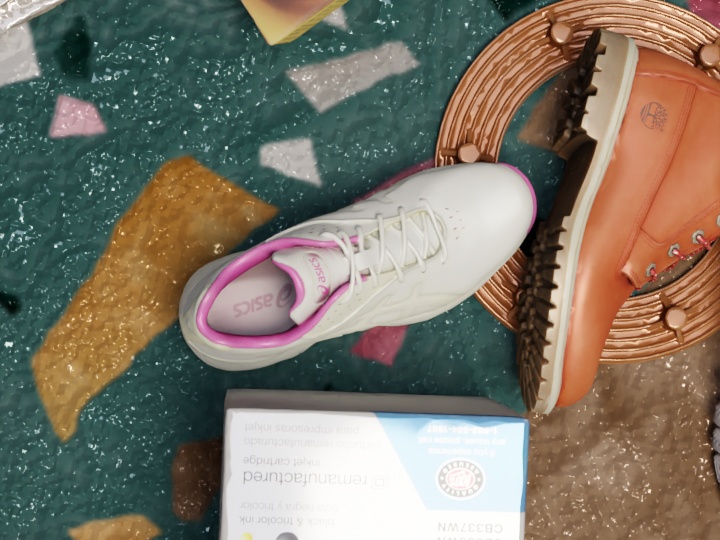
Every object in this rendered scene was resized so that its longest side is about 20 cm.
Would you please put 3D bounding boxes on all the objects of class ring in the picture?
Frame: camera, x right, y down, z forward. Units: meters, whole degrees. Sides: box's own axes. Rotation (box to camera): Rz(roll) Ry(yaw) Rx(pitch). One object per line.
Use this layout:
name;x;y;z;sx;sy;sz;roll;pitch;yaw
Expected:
ring;0.139;-0.050;1.014;0.199;0.019;0.202;0;88;-4

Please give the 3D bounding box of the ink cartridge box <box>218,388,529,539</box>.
ink cartridge box;0.001;0.165;0.935;0.146;0.146;0.201;2;90;-4

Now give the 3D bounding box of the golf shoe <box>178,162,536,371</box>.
golf shoe;0.000;0.000;0.961;0.199;0.092;0.076;-24;89;0

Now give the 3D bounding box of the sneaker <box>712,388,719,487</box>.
sneaker;0.255;0.050;0.992;0.112;0.078;0.201;-6;112;-28

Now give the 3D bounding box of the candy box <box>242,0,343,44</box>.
candy box;0.006;-0.219;0.955;0.200;0.056;0.117;-34;92;12

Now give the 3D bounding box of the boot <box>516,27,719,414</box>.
boot;0.144;-0.015;0.971;0.107;0.075;0.201;17;87;-9

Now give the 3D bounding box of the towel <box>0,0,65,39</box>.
towel;-0.197;-0.231;0.984;0.132;0.034;0.201;-29;91;-5
